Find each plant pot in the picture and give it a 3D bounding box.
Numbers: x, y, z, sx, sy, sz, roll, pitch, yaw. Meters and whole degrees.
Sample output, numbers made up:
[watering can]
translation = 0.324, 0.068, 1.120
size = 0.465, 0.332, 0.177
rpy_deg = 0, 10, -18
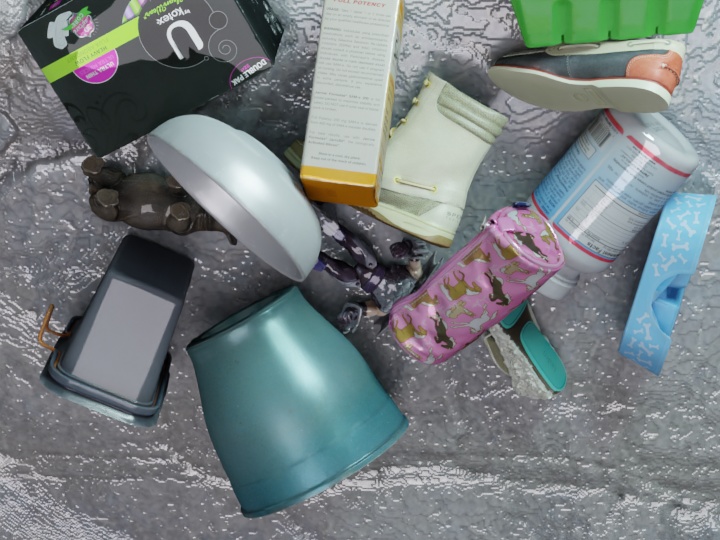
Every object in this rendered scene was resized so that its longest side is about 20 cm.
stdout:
[plant pot]
translation = -0.080, 0.126, 1.636
size = 0.200, 0.200, 0.188
rpy_deg = -27, 95, 15

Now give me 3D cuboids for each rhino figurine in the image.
[rhino figurine]
translation = -0.189, -0.067, 1.606
size = 0.200, 0.087, 0.060
rpy_deg = 13, 76, -4

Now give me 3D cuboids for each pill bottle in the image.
[pill bottle]
translation = 0.235, -0.069, 1.562
size = 0.109, 0.109, 0.200
rpy_deg = 34, 113, -12

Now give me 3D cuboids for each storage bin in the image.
[storage bin]
translation = -0.245, 0.048, 1.607
size = 0.145, 0.200, 0.134
rpy_deg = 23, 103, -7

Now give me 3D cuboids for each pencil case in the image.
[pencil case]
translation = 0.111, 0.017, 1.551
size = 0.087, 0.083, 0.200
rpy_deg = 55, 130, 12

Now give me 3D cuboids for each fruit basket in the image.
[fruit basket]
translation = 0.222, -0.311, 1.423
size = 0.215, 0.156, 0.216
rpy_deg = 1, 130, 1

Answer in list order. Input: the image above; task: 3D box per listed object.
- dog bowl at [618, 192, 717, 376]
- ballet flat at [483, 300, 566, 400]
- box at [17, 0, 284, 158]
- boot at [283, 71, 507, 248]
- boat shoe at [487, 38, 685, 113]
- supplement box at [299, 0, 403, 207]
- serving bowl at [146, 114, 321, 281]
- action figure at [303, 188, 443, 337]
[dog bowl]
translation = 0.312, 0.009, 1.599
size = 0.050, 0.111, 0.200
rpy_deg = 18, 116, 10
[ballet flat]
translation = 0.150, 0.058, 1.654
size = 0.072, 0.072, 0.200
rpy_deg = -23, 110, 13
[box]
translation = -0.198, -0.229, 1.504
size = 0.200, 0.124, 0.149
rpy_deg = -26, 110, 13
[boot]
translation = 0.034, -0.129, 1.562
size = 0.200, 0.072, 0.155
rpy_deg = 27, 95, 22
[boat shoe]
translation = 0.216, -0.193, 1.502
size = 0.200, 0.063, 0.071
rpy_deg = 9, 161, 39
[supplement box]
translation = -0.005, -0.169, 1.473
size = 0.073, 0.126, 0.200
rpy_deg = 7, 84, 3
[serving bowl]
translation = -0.107, -0.080, 1.475
size = 0.200, 0.200, 0.066
rpy_deg = 44, 80, -16
[action figure]
translation = 0.000, 0.000, 1.632
size = 0.200, 0.069, 0.130
rpy_deg = 33, 102, -16
